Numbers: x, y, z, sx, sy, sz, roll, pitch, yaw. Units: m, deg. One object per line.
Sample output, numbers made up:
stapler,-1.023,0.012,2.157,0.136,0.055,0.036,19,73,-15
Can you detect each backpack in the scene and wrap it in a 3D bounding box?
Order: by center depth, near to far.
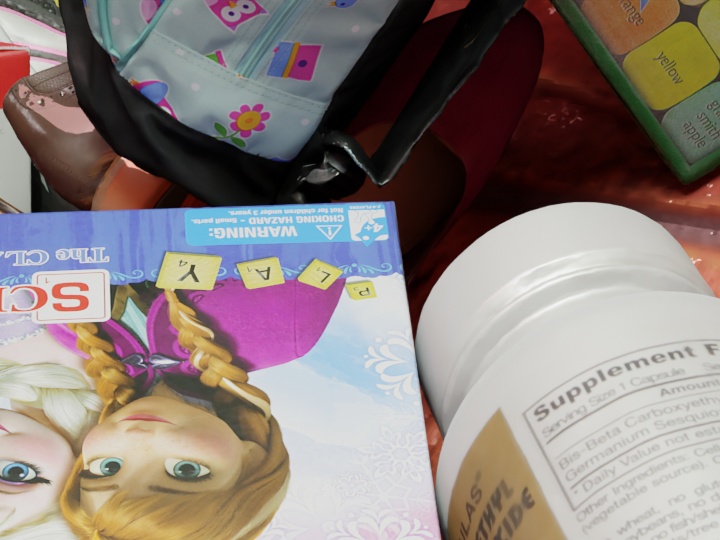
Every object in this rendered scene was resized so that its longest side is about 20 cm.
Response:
backpack,-0.015,-0.132,0.902,0.200,0.126,0.167,-53,31,40

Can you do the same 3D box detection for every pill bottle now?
pill bottle,0.083,0.071,0.806,0.114,0.114,0.200,-34,37,7

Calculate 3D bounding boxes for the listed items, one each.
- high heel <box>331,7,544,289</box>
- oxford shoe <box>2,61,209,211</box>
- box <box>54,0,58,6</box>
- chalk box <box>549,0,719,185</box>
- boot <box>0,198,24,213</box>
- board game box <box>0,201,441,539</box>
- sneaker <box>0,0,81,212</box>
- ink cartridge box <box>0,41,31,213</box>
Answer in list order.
high heel,0.000,0.000,0.987,0.200,0.067,0.096,-51,26,9
oxford shoe,-0.046,-0.070,1.030,0.071,0.073,0.200,-58,-14,29
box,-0.112,-0.103,1.180,0.200,0.050,0.075,-27,6,15
chalk box,0.112,-0.124,0.974,0.124,0.124,0.200,-32,36,8
boot,-0.210,0.041,0.987,0.200,0.188,0.068,-67,-8,13
board game box,-0.080,0.059,0.833,0.200,0.041,0.200,-3,40,-5
sneaker,-0.099,-0.055,1.101,0.086,0.080,0.200,-22,60,-28
ink cartridge box,-0.175,-0.026,1.062,0.067,0.200,0.116,-10,17,-40
